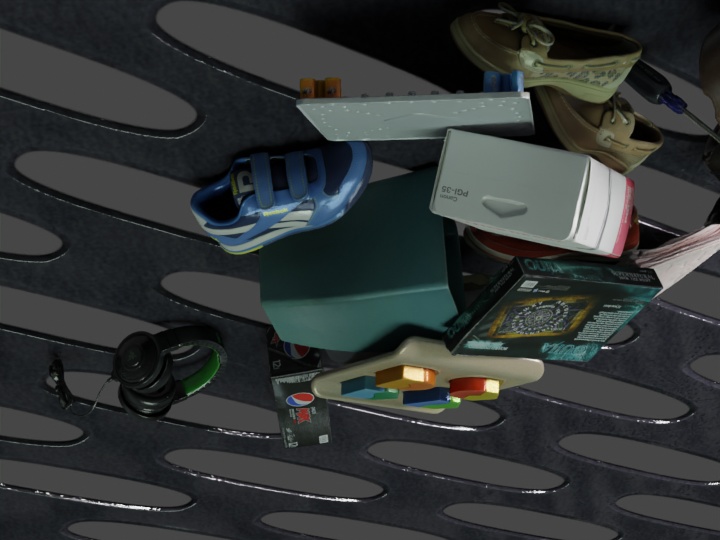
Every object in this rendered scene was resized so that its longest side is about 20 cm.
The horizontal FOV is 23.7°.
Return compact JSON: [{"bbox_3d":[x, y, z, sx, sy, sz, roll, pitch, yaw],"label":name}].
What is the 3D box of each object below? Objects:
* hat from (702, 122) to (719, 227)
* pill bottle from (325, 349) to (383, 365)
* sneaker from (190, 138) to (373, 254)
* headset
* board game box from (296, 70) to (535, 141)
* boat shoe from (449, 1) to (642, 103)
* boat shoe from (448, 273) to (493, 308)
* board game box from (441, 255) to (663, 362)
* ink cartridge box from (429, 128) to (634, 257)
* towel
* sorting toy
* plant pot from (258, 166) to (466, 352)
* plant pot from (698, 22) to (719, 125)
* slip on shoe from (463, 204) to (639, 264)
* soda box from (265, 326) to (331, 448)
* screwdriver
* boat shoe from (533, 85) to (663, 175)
[{"bbox_3d":[0.397,-0.133,1.697,0.200,0.081,0.201,-42,-177,3],"label":"hat"},{"bbox_3d":[0.065,0.071,1.930,0.199,0.115,0.114,11,144,-31],"label":"pill bottle"},{"bbox_3d":[-0.079,-0.079,1.676,0.199,0.074,0.082,-25,144,24],"label":"sneaker"},{"bbox_3d":[-0.254,0.112,1.976,0.199,0.094,0.124,-20,148,-14],"label":"headset"},{"bbox_3d":[0.055,-0.146,1.539,0.198,0.026,0.200,-1,175,7],"label":"board game box"},{"bbox_3d":[0.166,-0.204,1.540,0.199,0.074,0.063,6,140,-39],"label":"boat shoe"},{"bbox_3d":[0.175,0.033,1.833,0.199,0.069,0.075,-9,174,27],"label":"boat shoe"},{"bbox_3d":[0.197,0.042,1.750,0.199,0.028,0.135,5,139,-38],"label":"board game box"},{"bbox_3d":[0.168,-0.070,1.632,0.145,0.083,0.200,13,180,20],"label":"ink cartridge box"},{"bbox_3d":[0.307,0.012,1.914,0.190,0.032,0.200,-17,164,-40],"label":"towel"},{"bbox_3d":[0.070,0.121,1.841,0.184,0.037,0.200,11,158,-30],"label":"sorting toy"},{"bbox_3d":[0.000,0.000,1.776,0.198,0.142,0.142,-8,151,9],"label":"plant pot"},{"bbox_3d":[0.416,-0.199,1.509,0.199,0.202,0.198,11,152,-31],"label":"plant pot"},{"bbox_3d":[0.205,-0.046,1.825,0.198,0.074,0.062,-2,127,-13],"label":"slip on shoe"},{"bbox_3d":[-0.073,0.138,2.047,0.063,0.071,0.200,-7,150,-2],"label":"soda box"},{"bbox_3d":[0.311,-0.139,1.581,0.029,0.200,0.028,-11,136,-52],"label":"screwdriver"},{"bbox_3d":[0.230,-0.150,1.652,0.064,0.072,0.200,-29,155,23],"label":"boat shoe"}]
